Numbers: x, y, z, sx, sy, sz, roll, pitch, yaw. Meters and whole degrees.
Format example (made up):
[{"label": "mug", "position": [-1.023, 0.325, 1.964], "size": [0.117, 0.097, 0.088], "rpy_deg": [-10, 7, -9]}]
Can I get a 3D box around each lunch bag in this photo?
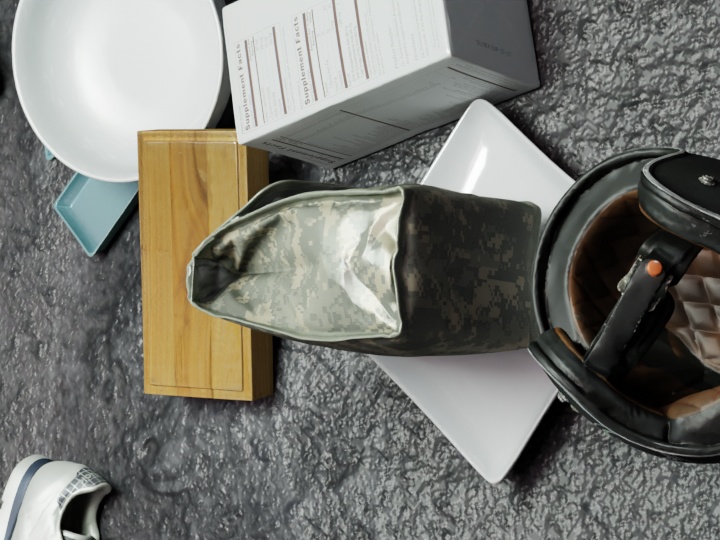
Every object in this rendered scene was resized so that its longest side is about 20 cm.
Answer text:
[{"label": "lunch bag", "position": [0.000, 0.000, 1.558], "size": [0.199, 0.163, 0.119], "rpy_deg": [-3, 84, 39]}]

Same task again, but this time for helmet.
[{"label": "helmet", "position": [0.200, 0.021, 1.413], "size": [0.198, 0.191, 0.202], "rpy_deg": [2, 100, 9]}]

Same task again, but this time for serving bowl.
[{"label": "serving bowl", "position": [-0.177, -0.171, 1.811], "size": [0.198, 0.066, 0.202], "rpy_deg": [3, 97, 27]}]

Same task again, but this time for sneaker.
[{"label": "sneaker", "position": [-0.255, 0.250, 1.824], "size": [0.080, 0.076, 0.202], "rpy_deg": [12, 90, 31]}]

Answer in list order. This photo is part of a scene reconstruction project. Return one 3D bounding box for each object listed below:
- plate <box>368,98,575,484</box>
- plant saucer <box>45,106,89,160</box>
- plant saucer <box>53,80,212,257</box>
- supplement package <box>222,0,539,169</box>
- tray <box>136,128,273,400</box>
[{"label": "plate", "position": [0.095, 0.013, 1.604], "size": [0.200, 0.032, 0.200], "rpy_deg": [44, 110, 37]}, {"label": "plant saucer", "position": [-0.251, -0.196, 1.928], "size": [0.070, 0.019, 0.202], "rpy_deg": [-33, 61, 46]}, {"label": "plant saucer", "position": [-0.177, -0.107, 1.867], "size": [0.201, 0.019, 0.070], "rpy_deg": [-54, 53, 19]}, {"label": "supplement package", "position": [0.012, -0.162, 1.657], "size": [0.199, 0.113, 0.111], "rpy_deg": [-19, 70, 35]}, {"label": "tray", "position": [-0.118, -0.006, 1.740], "size": [0.098, 0.037, 0.202], "rpy_deg": [2, 95, 28]}]
